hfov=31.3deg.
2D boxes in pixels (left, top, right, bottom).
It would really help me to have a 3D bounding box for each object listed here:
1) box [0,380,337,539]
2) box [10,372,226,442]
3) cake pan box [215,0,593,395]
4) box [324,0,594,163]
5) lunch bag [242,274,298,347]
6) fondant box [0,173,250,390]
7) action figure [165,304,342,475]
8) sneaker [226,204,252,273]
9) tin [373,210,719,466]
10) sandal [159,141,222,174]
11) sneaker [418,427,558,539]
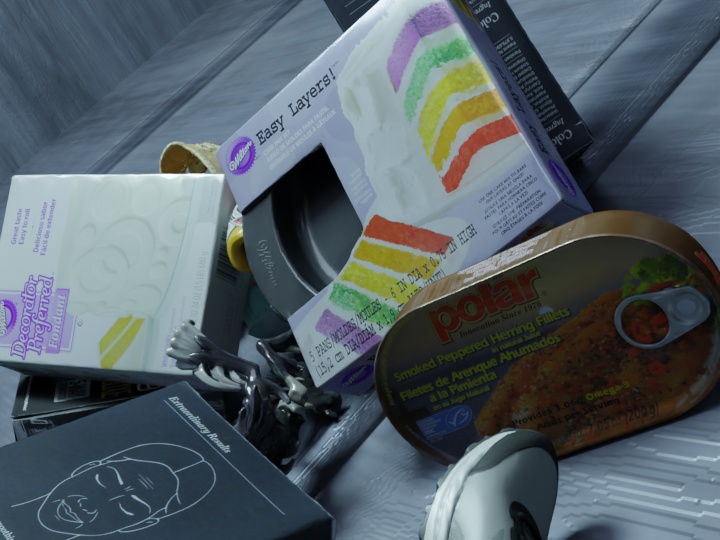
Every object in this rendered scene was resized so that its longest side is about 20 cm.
[{"bbox_3d":[-0.133,0.160,0.634,0.198,0.109,0.148,-18,33,-32],"label":"box"},{"bbox_3d":[-0.192,0.092,1.031,0.155,0.051,0.200,-9,16,-8],"label":"box"},{"bbox_3d":[0.016,-0.051,0.776,0.199,0.052,0.186,-37,61,24],"label":"cake pan box"},{"bbox_3d":[0.072,-0.134,0.916,0.103,0.183,0.200,-33,-3,7],"label":"box"},{"bbox_3d":[-0.026,-0.029,1.025,0.169,0.123,0.200,-34,14,5],"label":"lunch bag"},{"bbox_3d":[-0.179,0.006,0.951,0.197,0.058,0.147,1,76,27],"label":"fondant box"},{"bbox_3d":[-0.077,0.093,0.827,0.101,0.121,0.200,14,25,14],"label":"action figure"},{"bbox_3d":[0.000,0.000,0.875,0.197,0.079,0.082,15,36,10],"label":"sneaker"},{"bbox_3d":[0.098,0.039,0.680,0.198,0.113,0.042,-24,23,30],"label":"tin"},{"bbox_3d":[-0.132,-0.076,1.050,0.078,0.069,0.213,-42,21,20],"label":"sandal"},{"bbox_3d":[0.060,0.156,0.564,0.078,0.074,0.201,-9,38,34],"label":"sneaker"}]
